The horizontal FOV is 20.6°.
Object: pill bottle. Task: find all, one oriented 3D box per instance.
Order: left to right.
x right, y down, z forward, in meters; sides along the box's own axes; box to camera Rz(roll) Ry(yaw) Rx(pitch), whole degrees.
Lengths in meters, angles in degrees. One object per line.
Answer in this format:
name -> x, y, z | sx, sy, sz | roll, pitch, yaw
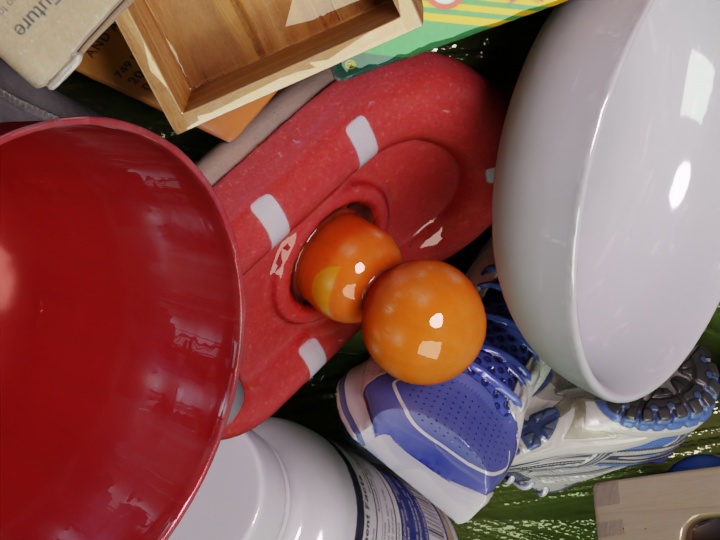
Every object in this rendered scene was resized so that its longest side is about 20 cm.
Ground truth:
pill bottle -> -0.036, 0.139, 1.009 | 0.111, 0.111, 0.200 | -27, 150, 18

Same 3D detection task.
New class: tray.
tray -> -0.064, -0.157, 0.680 | 0.098, 0.037, 0.200 | -23, 111, 11

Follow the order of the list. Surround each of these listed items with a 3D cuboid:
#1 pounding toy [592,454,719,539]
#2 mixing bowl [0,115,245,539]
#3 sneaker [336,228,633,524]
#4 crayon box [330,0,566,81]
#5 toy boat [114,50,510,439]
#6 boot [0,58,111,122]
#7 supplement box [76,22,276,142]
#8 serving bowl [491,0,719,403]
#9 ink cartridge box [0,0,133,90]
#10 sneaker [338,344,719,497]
pounding toy -> 0.250, 0.142, 1.081 | 0.199, 0.143, 0.184 | -11, 164, 22
mixing bowl -> -0.148, 0.029, 0.714 | 0.200, 0.108, 0.201 | -27, 127, -42
sneaker -> 0.062, 0.023, 0.901 | 0.080, 0.199, 0.115 | 38, 112, -2
crayon box -> 0.060, -0.164, 0.733 | 0.199, 0.051, 0.127 | -20, 120, 8
toy boat -> 0.000, 0.000, 0.830 | 0.200, 0.131, 0.131 | -43, 148, -19
boot -> -0.186, -0.066, 0.801 | 0.181, 0.073, 0.200 | 13, 176, 28
supplement box -> -0.115, -0.124, 0.752 | 0.200, 0.069, 0.067 | 24, 126, -31
serving bowl -> 0.108, -0.049, 0.827 | 0.066, 0.200, 0.200 | 16, 150, 29
ink cartridge box -> -0.089, -0.185, 0.610 | 0.165, 0.075, 0.200 | 42, 107, -16
sneaker -> 0.086, 0.086, 1.036 | 0.199, 0.077, 0.085 | -2, 143, -10
